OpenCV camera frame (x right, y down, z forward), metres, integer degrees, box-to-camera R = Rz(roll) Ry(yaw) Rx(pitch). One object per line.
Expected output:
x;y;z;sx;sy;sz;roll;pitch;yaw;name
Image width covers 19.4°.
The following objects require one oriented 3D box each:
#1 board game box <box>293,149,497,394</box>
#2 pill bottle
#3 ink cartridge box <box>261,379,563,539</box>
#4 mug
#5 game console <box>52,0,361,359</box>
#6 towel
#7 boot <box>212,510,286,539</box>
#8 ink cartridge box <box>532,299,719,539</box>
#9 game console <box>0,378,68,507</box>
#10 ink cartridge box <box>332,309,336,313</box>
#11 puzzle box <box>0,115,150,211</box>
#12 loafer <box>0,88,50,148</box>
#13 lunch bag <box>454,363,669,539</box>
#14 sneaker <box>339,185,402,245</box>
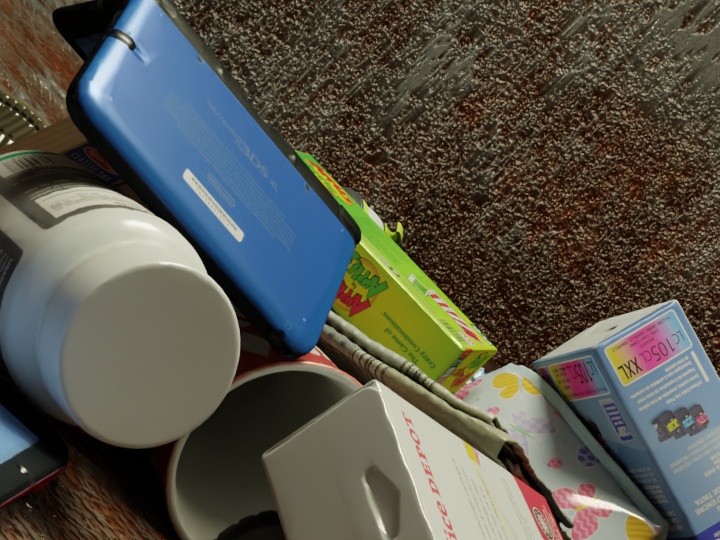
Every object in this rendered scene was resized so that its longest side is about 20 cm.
0.000;0.000;1.454;0.200;0.048;0.102;47;10;13;board game box
-0.143;0.013;1.081;0.113;0.113;0.200;43;-5;-31;pill bottle
0.048;0.168;1.142;0.200;0.085;0.148;35;26;-47;ink cartridge box
-0.094;0.059;1.242;0.178;0.133;0.200;44;2;-33;mug
-0.106;-0.052;1.191;0.200;0.118;0.171;49;37;-22;game console
0.046;0.092;1.327;0.200;0.035;0.193;35;-12;30;towel
0.002;0.217;1.153;0.200;0.070;0.132;34;18;-40;boot
0.212;0.129;1.445;0.200;0.076;0.136;60;-15;-1;ink cartridge box
-0.216;0.042;0.947;0.177;0.031;0.200;47;5;2;game console
-0.071;-0.016;1.510;0.094;0.044;0.200;38;12;-31;ink cartridge box
-0.160;-0.023;1.324;0.200;0.133;0.026;39;37;-47;puzzle box
-0.274;-0.101;1.352;0.200;0.076;0.068;40;-34;28;loafer
0.089;0.172;1.455;0.200;0.169;0.127;50;-22;32;lunch bag
-0.051;0.010;1.633;0.083;0.200;0.072;37;41;-30;sneaker
